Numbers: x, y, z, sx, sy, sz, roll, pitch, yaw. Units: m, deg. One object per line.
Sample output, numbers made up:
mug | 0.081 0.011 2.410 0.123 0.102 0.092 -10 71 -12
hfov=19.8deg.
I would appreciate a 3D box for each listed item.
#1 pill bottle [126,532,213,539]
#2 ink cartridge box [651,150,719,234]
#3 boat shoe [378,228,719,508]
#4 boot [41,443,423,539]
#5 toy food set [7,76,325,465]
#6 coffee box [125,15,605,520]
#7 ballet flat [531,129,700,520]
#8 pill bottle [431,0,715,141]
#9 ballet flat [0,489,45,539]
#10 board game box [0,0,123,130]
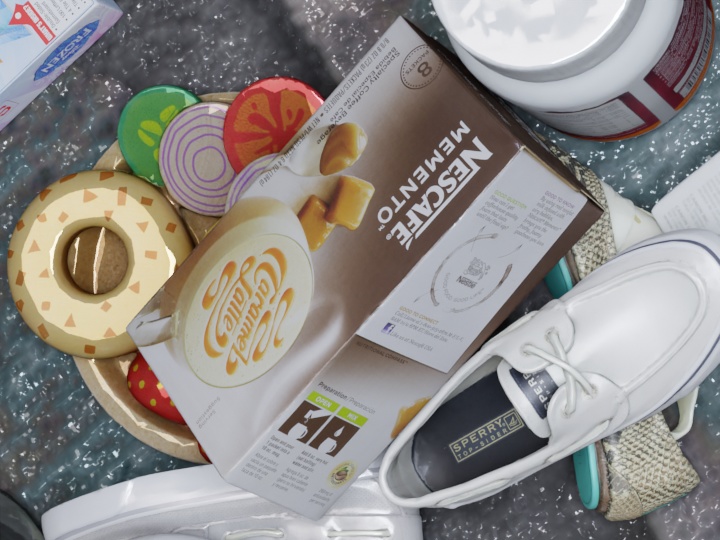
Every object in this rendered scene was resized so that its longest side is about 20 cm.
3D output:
pill bottle | -0.105 0.231 0.998 0.112 0.112 0.201 31 125 16
ink cartridge box | 0.240 -0.013 0.916 0.200 0.047 0.161 -42 74 46
boat shoe | 0.088 0.050 0.941 0.200 0.066 0.072 -32 82 29
boot | -0.064 0.148 1.036 0.199 0.074 0.096 -13 77 15
toy food set | -0.071 -0.001 1.061 0.198 0.049 0.200 -43 76 10
coffee box | 0.000 0.000 0.951 0.200 0.080 0.114 -47 50 11
ballet flat | 0.122 0.018 1.001 0.075 0.068 0.201 -15 88 -6
pill bottle | 0.097 -0.122 0.937 0.109 0.200 0.110 -1 87 16
ballet flat | -0.221 0.136 1.107 0.200 0.057 0.066 44 72 9
board game box | -0.264 -0.150 1.129 0.199 0.041 0.200 -40 77 11
